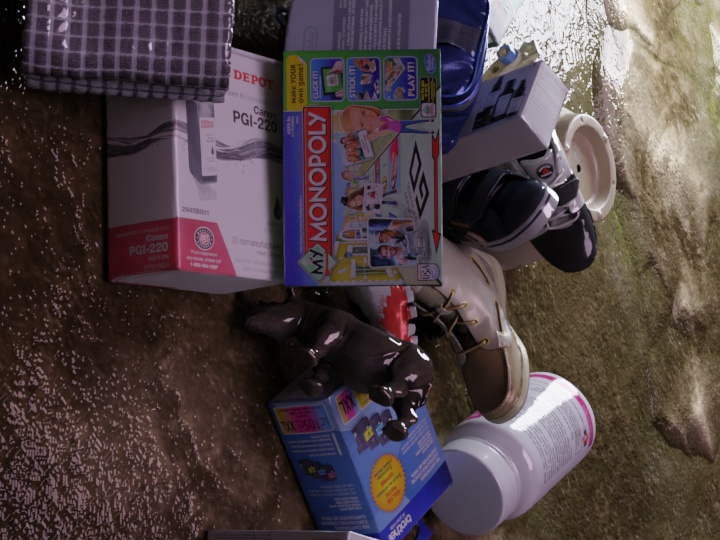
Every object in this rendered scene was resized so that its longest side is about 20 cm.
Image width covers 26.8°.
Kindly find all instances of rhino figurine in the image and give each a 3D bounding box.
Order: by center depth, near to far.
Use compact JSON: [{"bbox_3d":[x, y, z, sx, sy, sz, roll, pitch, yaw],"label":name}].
[{"bbox_3d":[-0.024,0.069,1.335,0.087,0.200,0.060,-46,160,-46],"label":"rhino figurine"}]

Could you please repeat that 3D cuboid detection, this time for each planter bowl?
[{"bbox_3d":[0.199,-0.105,1.676,0.200,0.135,0.200,12,75,-51],"label":"planter bowl"}]

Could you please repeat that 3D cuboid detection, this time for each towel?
[{"bbox_3d":[-0.176,-0.236,1.166,0.086,0.166,0.200,127,-36,-78],"label":"towel"}]

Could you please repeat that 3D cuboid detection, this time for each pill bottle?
[{"bbox_3d":[0.156,0.192,1.585,0.200,0.113,0.113,-29,107,-52],"label":"pill bottle"}]

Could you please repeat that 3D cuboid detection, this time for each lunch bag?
[{"bbox_3d":[0.017,-0.207,1.397,0.132,0.200,0.136,101,2,-63],"label":"lunch bag"}]

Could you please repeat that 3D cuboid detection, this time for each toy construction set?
[{"bbox_3d":[0.100,-0.230,1.601,0.200,0.092,0.131,25,61,-29],"label":"toy construction set"}]

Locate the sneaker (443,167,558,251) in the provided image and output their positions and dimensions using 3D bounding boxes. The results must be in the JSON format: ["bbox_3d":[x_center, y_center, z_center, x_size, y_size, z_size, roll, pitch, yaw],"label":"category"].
[{"bbox_3d":[0.119,-0.069,1.519,0.079,0.200,0.078,39,75,-19],"label":"sneaker"}]

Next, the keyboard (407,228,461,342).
[{"bbox_3d":[0.061,0.025,1.561,0.104,0.040,0.200,59,35,-11],"label":"keyboard"}]

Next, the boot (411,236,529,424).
[{"bbox_3d":[0.089,0.045,1.486,0.155,0.072,0.200,30,41,-44],"label":"boot"}]

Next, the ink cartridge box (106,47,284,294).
[{"bbox_3d":[-0.136,-0.088,1.270,0.146,0.085,0.200,8,76,-53],"label":"ink cartridge box"}]

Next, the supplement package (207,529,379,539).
[{"bbox_3d":[-0.017,0.295,1.302,0.200,0.156,0.111,27,64,-49],"label":"supplement package"}]

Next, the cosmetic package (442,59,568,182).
[{"bbox_3d":[0.105,-0.140,1.499,0.051,0.200,0.083,46,49,-27],"label":"cosmetic package"}]

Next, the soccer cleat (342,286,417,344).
[{"bbox_3d":[0.000,0.000,1.410,0.069,0.085,0.200,73,4,-73],"label":"soccer cleat"}]

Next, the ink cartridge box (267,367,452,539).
[{"bbox_3d":[0.009,0.177,1.426,0.136,0.076,0.200,-40,117,-48],"label":"ink cartridge box"}]

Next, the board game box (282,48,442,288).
[{"bbox_3d":[0.002,-0.086,1.274,0.029,0.135,0.200,78,11,-87],"label":"board game box"}]

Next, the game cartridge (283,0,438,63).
[{"bbox_3d":[0.000,-0.182,1.311,0.040,0.133,0.200,123,-29,-87],"label":"game cartridge"}]

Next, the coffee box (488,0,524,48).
[{"bbox_3d":[0.114,-0.358,1.681,0.200,0.044,0.123,56,45,-30],"label":"coffee box"}]

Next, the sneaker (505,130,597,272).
[{"bbox_3d":[0.187,-0.089,1.554,0.089,0.074,0.200,-28,95,-81],"label":"sneaker"}]
